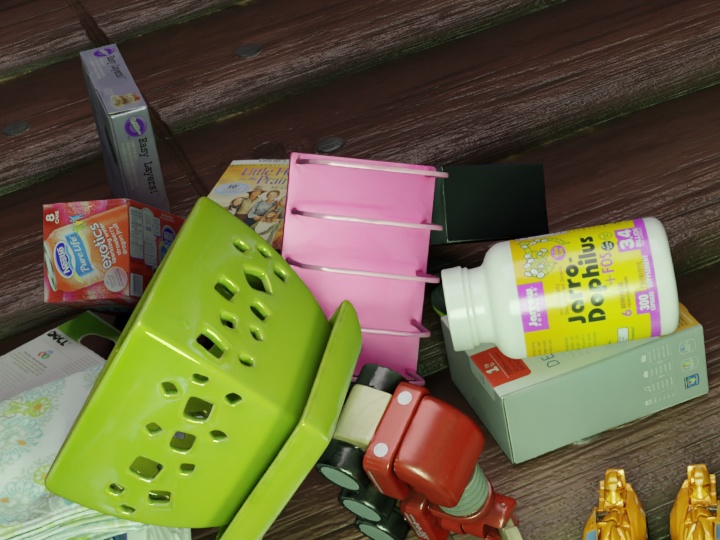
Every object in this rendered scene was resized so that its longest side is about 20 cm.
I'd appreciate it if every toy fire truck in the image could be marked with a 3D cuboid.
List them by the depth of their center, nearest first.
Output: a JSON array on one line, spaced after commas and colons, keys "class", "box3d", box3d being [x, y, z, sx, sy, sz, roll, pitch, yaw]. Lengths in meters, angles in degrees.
[{"class": "toy fire truck", "box3d": [0.077, 0.187, 1.443, 0.198, 0.176, 0.129, 15, 65, 26]}]

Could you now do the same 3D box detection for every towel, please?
[{"class": "towel", "box3d": [-0.257, 0.164, 1.554, 0.170, 0.048, 0.201, -17, 38, 4]}]

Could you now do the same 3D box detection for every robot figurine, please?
[{"class": "robot figurine", "box3d": [0.231, 0.236, 1.404, 0.143, 0.059, 0.201, -6, 32, 12]}]

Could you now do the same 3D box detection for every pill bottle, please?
[{"class": "pill bottle", "box3d": [0.174, 0.019, 1.578, 0.198, 0.105, 0.105, -10, 31, 4]}]

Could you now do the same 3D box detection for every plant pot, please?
[{"class": "plant pot", "box3d": [-0.116, 0.098, 1.451, 0.180, 0.201, 0.200, 30, 34, -8]}]

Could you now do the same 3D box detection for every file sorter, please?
[{"class": "file sorter", "box3d": [0.000, 0.000, 1.625, 0.137, 0.202, 0.125, 5, 3, -8]}]

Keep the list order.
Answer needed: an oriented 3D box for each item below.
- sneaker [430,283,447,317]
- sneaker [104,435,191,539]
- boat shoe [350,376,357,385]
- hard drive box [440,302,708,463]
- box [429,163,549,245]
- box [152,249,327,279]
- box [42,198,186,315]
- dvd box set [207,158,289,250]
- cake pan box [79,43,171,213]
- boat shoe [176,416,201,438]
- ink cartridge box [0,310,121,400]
[{"class": "sneaker", "box3d": [0.165, 0.007, 1.769, 0.198, 0.082, 0.074, -9, 31, 5]}, {"class": "sneaker", "box3d": [-0.232, 0.221, 1.591, 0.145, 0.081, 0.201, -25, 43, 16]}, {"class": "boat shoe", "box3d": [-0.048, 0.080, 1.729, 0.198, 0.085, 0.069, -11, 34, 6]}, {"class": "hard drive box", "box3d": [0.195, 0.077, 1.652, 0.198, 0.077, 0.156, -20, 32, -11]}, {"class": "box", "box3d": [0.069, -0.061, 1.802, 0.140, 0.080, 0.199, -8, 2, -39]}, {"class": "box", "box3d": [-0.081, 0.009, 1.811, 0.191, 0.048, 0.200, 5, 8, 22]}, {"class": "box", "box3d": [-0.244, -0.010, 1.830, 0.094, 0.101, 0.200, -3, -5, 13]}, {"class": "dvd box set", "box3d": [-0.114, -0.062, 2.024, 0.145, 0.030, 0.200, 2, 35, 22]}, {"class": "cake pan box", "box3d": [-0.268, -0.140, 2.056, 0.052, 0.186, 0.200, -14, 30, -12]}, {"class": "boat shoe", "box3d": [-0.135, 0.148, 1.677, 0.069, 0.072, 0.200, 4, 19, -29]}, {"class": "ink cartridge box", "box3d": [-0.301, 0.135, 1.735, 0.199, 0.076, 0.147, -29, 35, -28]}]
